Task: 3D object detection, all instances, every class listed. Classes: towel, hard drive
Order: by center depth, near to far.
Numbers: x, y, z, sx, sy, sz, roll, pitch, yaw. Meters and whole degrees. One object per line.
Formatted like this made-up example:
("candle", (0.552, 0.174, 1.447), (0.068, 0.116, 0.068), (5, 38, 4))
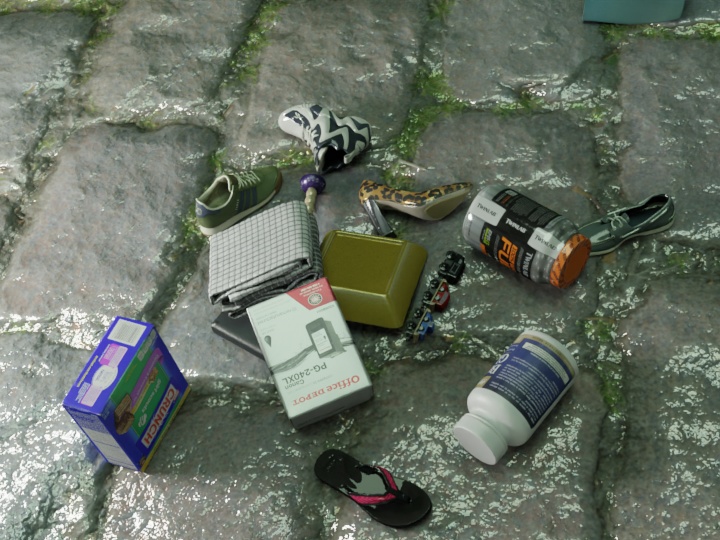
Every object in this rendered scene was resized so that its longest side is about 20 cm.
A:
("towel", (-0.164, -0.015, 1.647), (0.200, 0.086, 0.166), (-24, 42, 14))
("hard drive", (-0.143, 0.093, 1.651), (0.200, 0.033, 0.140), (26, 61, 27))

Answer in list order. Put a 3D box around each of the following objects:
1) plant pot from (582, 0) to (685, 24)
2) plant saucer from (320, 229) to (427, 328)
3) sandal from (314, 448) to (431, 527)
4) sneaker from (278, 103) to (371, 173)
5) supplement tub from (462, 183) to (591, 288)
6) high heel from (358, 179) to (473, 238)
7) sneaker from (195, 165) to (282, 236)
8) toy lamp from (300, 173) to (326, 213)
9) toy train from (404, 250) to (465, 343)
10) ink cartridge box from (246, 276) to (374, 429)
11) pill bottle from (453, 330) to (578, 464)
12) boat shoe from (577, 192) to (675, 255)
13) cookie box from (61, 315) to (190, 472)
("plant pot", (0.587, -0.605, 1.987), (0.200, 0.141, 0.141), (15, 57, 13))
("plant saucer", (0.000, 0.000, 1.662), (0.200, 0.048, 0.200), (9, 46, 14))
("sandal", (0.013, 0.325, 1.431), (0.200, 0.045, 0.075), (22, 59, 25))
("sneaker", (-0.089, -0.257, 1.882), (0.199, 0.080, 0.130), (18, 49, 12))
("supplement tub", (0.286, -0.057, 1.625), (0.200, 0.123, 0.123), (32, 65, 31))
("high heel", (0.098, -0.153, 1.766), (0.200, 0.071, 0.143), (-27, 58, 2))
("sneaker", (-0.236, -0.155, 1.826), (0.200, 0.090, 0.067), (-40, 55, -19))
("toy lamp", (-0.101, -0.093, 1.772), (0.058, 0.058, 0.200), (-2, 53, 10))
("toy train", (0.132, 0.047, 1.633), (0.046, 0.034, 0.200), (25, 59, 13))
("ink cartridge box", (-0.080, 0.134, 1.533), (0.145, 0.083, 0.200), (-22, 72, -6))
("pill bottle", (0.234, 0.196, 1.445), (0.111, 0.111, 0.200), (31, 64, 30))
("boat shoe", (0.453, -0.086, 1.651), (0.200, 0.062, 0.073), (-17, 51, -2))
("cookie box", (-0.366, 0.199, 1.507), (0.075, 0.200, 0.171), (14, 57, 19))
